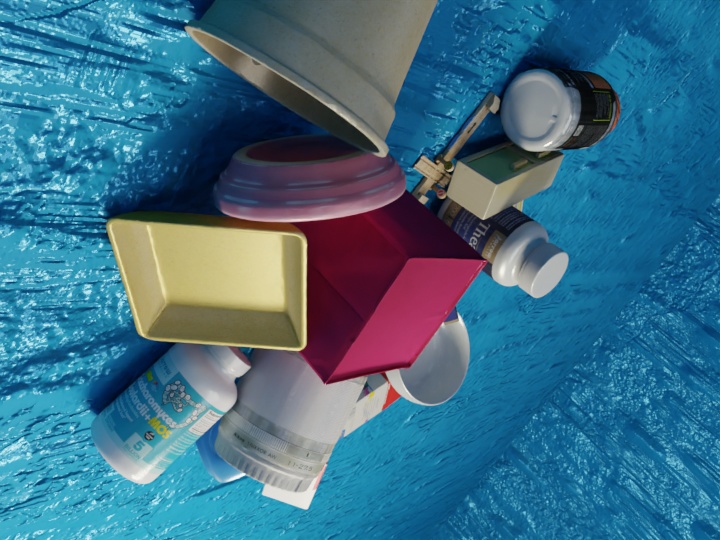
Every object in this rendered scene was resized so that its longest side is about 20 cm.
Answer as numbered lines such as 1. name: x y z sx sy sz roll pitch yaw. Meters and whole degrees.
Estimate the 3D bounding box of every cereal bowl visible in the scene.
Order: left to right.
1. cereal bowl: 0.114 0.154 1.317 0.199 0.083 0.201 3 85 -41

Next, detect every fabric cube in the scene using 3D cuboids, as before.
1. fabric cube: 0.000 0.000 0.890 0.196 0.199 0.200 1 129 -55

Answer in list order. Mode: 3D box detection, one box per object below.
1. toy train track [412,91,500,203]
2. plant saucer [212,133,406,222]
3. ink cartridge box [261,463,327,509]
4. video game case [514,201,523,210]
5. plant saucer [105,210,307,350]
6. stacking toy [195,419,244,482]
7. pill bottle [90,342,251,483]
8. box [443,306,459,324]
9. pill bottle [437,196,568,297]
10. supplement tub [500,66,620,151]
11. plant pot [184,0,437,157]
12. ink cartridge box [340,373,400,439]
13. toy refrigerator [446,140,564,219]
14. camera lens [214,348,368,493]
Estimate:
1. toy train track: 0.146 -0.174 1.032 0.200 0.033 0.115 -53 152 12
2. plant saucer: -0.053 -0.103 0.710 0.200 0.200 0.051 -21 117 -38
3. ink cartridge box: -0.085 0.265 1.143 0.200 0.085 0.148 -70 180 -48
4. video game case: 0.228 -0.107 1.247 0.182 0.023 0.200 -37 151 -15
5. plant saucer: -0.156 0.006 0.757 0.199 0.049 0.201 4 138 -1
6. stacking toy: -0.180 0.262 1.127 0.109 0.117 0.200 -25 171 7
7. pill bottle: -0.237 0.167 0.887 0.200 0.111 0.111 -44 152 -5
8. box: 0.127 -0.002 1.149 0.032 0.122 0.200 -15 152 6
9. pill bottle: 0.221 -0.046 1.083 0.111 0.200 0.111 -28 139 -27
10. supplement tub: 0.316 -0.248 1.067 0.199 0.123 0.123 -12 138 -46
11. plant pot: -0.017 -0.229 0.593 0.184 0.200 0.200 -59 151 3
12. ink cartridge box: -0.001 0.248 1.362 0.199 0.067 0.117 -29 149 -28
13. toy refrigerator: 0.229 -0.153 1.073 0.200 0.076 0.070 -25 143 -41
14. camera lens: -0.093 0.179 0.952 0.201 0.159 0.160 -64 152 -3
